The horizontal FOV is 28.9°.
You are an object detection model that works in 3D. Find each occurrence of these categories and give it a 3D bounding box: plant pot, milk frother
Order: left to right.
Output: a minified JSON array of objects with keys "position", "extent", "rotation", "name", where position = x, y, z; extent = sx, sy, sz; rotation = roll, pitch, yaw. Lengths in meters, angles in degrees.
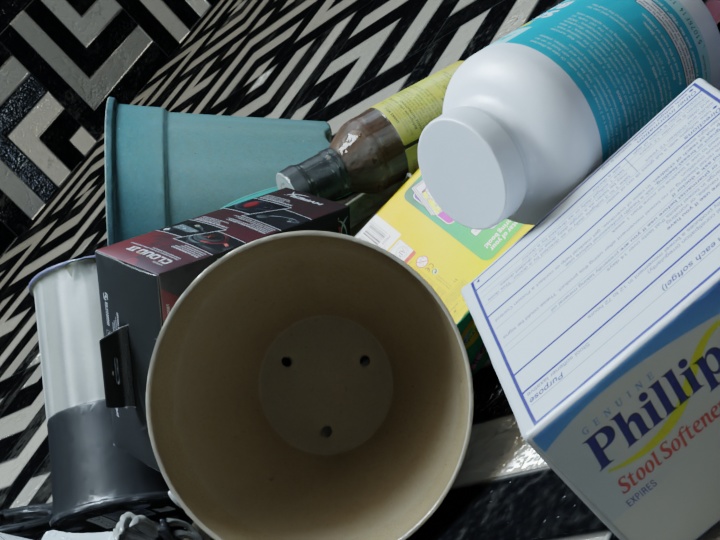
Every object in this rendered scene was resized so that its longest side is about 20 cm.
[{"position":[-0.231,0.111,1.084],"extent":[0.197,0.191,0.181],"rotation":[-6,-19,-11],"name":"milk frother"},{"position":[-0.119,-0.052,1.226],"extent":[0.193,0.203,0.201],"rotation":[-2,18,-6],"name":"plant pot"},{"position":[-0.027,0.077,0.899],"extent":[0.200,0.201,0.134],"rotation":[-43,-2,3],"name":"plant pot"}]

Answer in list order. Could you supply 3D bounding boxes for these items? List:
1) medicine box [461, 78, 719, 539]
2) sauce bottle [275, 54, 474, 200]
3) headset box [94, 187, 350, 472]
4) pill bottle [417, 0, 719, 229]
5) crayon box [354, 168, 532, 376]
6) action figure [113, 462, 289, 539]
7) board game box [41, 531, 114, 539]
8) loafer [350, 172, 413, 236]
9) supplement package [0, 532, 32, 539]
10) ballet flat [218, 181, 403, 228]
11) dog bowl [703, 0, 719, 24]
[{"position":[0.162,0.018,0.713],"extent":[0.182,0.103,0.200],"rotation":[-42,18,10],"name":"medicine box"},{"position":[0.026,-0.103,1.091],"extent":[0.198,0.065,0.065],"rotation":[-28,13,-19],"name":"sauce bottle"},{"position":[-0.098,0.041,0.984],"extent":[0.074,0.151,0.199],"rotation":[17,29,41],"name":"headset box"},{"position":[0.125,-0.100,0.848],"extent":[0.199,0.112,0.110],"rotation":[-33,9,-34],"name":"pill bottle"},{"position":[0.094,-0.038,0.973],"extent":[0.200,0.058,0.119],"rotation":[-46,51,-5],"name":"crayon box"},{"position":[-0.109,0.187,0.949],"extent":[0.119,0.102,0.201],"rotation":[-45,15,40],"name":"action figure"},{"position":[-0.224,0.245,1.193],"extent":[0.199,0.026,0.201],"rotation":[-38,19,22],"name":"board game box"},{"position":[0.000,0.000,1.090],"extent":[0.201,0.067,0.077],"rotation":[-56,20,31],"name":"loafer"},{"position":[-0.249,0.282,0.909],"extent":[0.155,0.110,0.203],"rotation":[0,73,66],"name":"supplement package"},{"position":[-0.039,-0.040,1.123],"extent":[0.198,0.063,0.068],"rotation":[-25,48,-18],"name":"ballet flat"},{"position":[0.276,-0.262,1.046],"extent":[0.201,0.073,0.200],"rotation":[-55,0,1],"name":"dog bowl"}]
